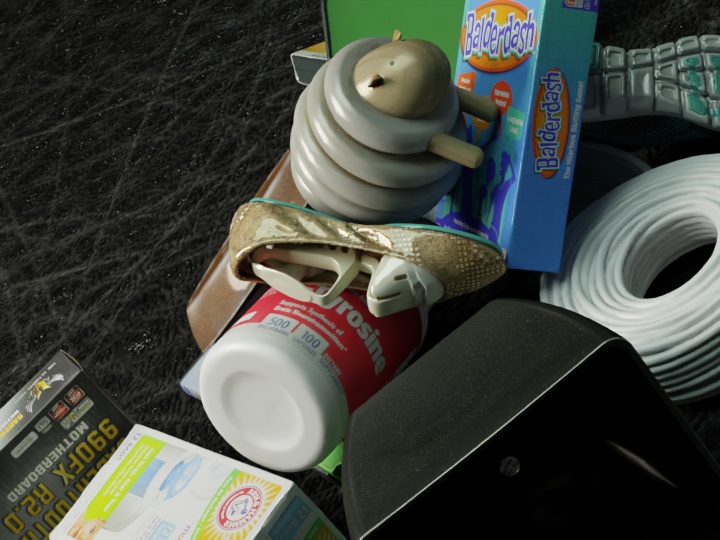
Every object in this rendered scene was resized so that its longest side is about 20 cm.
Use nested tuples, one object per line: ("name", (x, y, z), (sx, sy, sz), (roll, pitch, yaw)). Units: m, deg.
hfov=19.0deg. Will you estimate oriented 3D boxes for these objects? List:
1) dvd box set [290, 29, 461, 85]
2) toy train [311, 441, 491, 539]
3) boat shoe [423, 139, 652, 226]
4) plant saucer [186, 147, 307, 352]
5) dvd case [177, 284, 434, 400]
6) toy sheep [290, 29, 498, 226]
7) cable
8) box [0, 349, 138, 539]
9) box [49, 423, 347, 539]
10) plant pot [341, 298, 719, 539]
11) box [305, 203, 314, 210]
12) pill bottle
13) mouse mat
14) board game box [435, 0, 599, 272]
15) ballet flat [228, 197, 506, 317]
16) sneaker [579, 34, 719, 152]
("dvd box set", (0.059, -0.195, 1.811), (0.199, 0.030, 0.146), (-22, 19, -21))
("toy train", (0.023, 0.149, 1.530), (0.057, 0.042, 0.200), (-55, 36, -7))
("boat shoe", (0.140, -0.067, 1.639), (0.199, 0.074, 0.067), (5, 12, 28))
("plant saucer", (-0.085, -0.026, 1.733), (0.201, 0.034, 0.200), (-56, 6, 10))
("dvd case", (-0.046, 0.063, 1.710), (0.143, 0.018, 0.200), (-51, 35, -16))
("toy sheep", (0.014, -0.090, 1.520), (0.200, 0.137, 0.138), (117, 170, -47))
("cable", (0.221, 0.002, 1.484), (0.200, 0.069, 0.200), (-47, 35, -12))
("box", (-0.242, 0.185, 1.629), (0.200, 0.159, 0.048), (-44, 32, -9))
("box", (-0.109, 0.200, 1.536), (0.200, 0.101, 0.113), (14, 60, 50))
("plant pot", (0.102, 0.134, 1.346), (0.199, 0.200, 0.177), (-39, 27, 1))
("box", (0.026, -0.077, 1.731), (0.082, 0.069, 0.200), (-9, 34, 29))
("pill bottle", (-0.021, 0.047, 1.563), (0.112, 0.113, 0.200), (-8, 26, 37))
("mouse mat", (0.072, -0.156, 1.716), (0.199, 0.008, 0.162), (0, 61, -12))
("board game box", (0.109, -0.112, 1.537), (0.152, 0.045, 0.201), (-149, 66, -70))
("ballet flat", (0.000, 0.000, 1.488), (0.199, 0.071, 0.065), (8, 57, 19))
("sneaker", (0.224, -0.125, 1.602), (0.199, 0.091, 0.078), (5, 69, 4))
